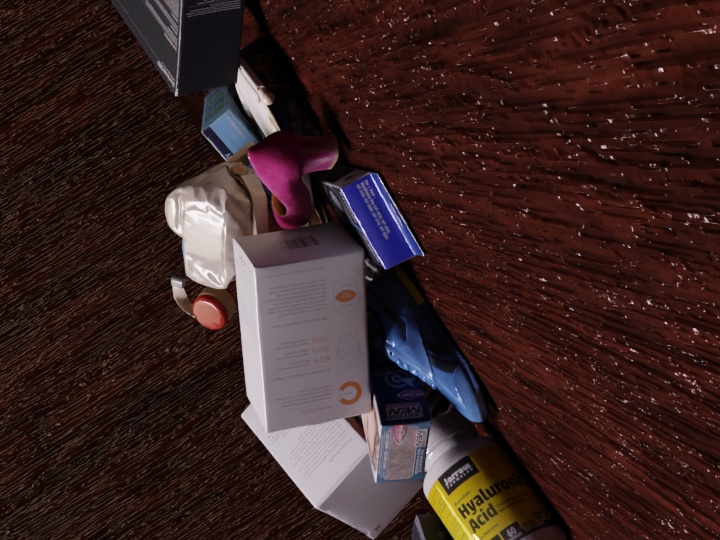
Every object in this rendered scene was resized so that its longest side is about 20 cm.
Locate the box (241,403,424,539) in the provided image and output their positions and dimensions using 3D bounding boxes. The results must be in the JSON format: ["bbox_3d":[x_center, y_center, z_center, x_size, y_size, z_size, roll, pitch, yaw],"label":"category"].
[{"bbox_3d":[-0.037,0.238,1.672,0.200,0.106,0.152,43,-178,41],"label":"box"}]

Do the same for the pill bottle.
[{"bbox_3d":[0.142,0.266,1.470,0.200,0.111,0.111,54,172,32],"label":"pill bottle"}]

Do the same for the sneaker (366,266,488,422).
[{"bbox_3d":[0.066,0.095,1.404,0.200,0.078,0.066,56,172,9],"label":"sneaker"}]

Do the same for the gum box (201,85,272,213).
[{"bbox_3d":[-0.127,-0.149,1.577,0.170,0.045,0.200,49,-171,-19],"label":"gum box"}]

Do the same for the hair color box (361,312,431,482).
[{"bbox_3d":[0.032,0.138,1.466,0.200,0.060,0.100,-104,13,-48],"label":"hair color box"}]

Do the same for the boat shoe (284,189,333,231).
[{"bbox_3d":[-0.069,-0.001,1.488,0.076,0.074,0.200,38,141,47],"label":"boat shoe"}]

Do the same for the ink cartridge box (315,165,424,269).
[{"bbox_3d":[0.006,-0.057,1.313,0.100,0.039,0.200,60,173,-11],"label":"ink cartridge box"}]

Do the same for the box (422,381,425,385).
[{"bbox_3d":[0.053,0.101,1.712,0.119,0.041,0.200,55,170,29],"label":"box"}]

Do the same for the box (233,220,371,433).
[{"bbox_3d":[-0.064,0.061,1.385,0.097,0.124,0.200,-132,36,-62],"label":"box"}]

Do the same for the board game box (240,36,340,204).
[{"bbox_3d":[-0.082,-0.169,1.467,0.200,0.035,0.135,59,174,-5],"label":"board game box"}]

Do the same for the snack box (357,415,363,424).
[{"bbox_3d":[-0.040,0.106,1.636,0.200,0.024,0.072,63,173,-24],"label":"snack box"}]

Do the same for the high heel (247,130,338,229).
[{"bbox_3d":[-0.093,-0.091,1.342,0.200,0.096,0.067,138,122,-66],"label":"high heel"}]

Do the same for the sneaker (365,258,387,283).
[{"bbox_3d":[0.000,0.000,1.576,0.080,0.078,0.200,29,177,-17],"label":"sneaker"}]

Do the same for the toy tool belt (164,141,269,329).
[{"bbox_3d":[-0.149,-0.041,1.462,0.125,0.123,0.200,17,130,20],"label":"toy tool belt"}]

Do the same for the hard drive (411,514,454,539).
[{"bbox_3d":[0.158,0.362,1.500,0.200,0.042,0.135,14,-145,-29],"label":"hard drive"}]

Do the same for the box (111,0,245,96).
[{"bbox_3d":[-0.201,-0.305,1.340,0.200,0.079,0.141,54,146,34],"label":"box"}]

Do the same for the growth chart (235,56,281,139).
[{"bbox_3d":[-0.109,-0.175,1.414,0.145,0.018,0.200,54,172,28],"label":"growth chart"}]

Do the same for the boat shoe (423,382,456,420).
[{"bbox_3d":[0.101,0.160,1.555,0.057,0.067,0.200,35,176,5],"label":"boat shoe"}]
